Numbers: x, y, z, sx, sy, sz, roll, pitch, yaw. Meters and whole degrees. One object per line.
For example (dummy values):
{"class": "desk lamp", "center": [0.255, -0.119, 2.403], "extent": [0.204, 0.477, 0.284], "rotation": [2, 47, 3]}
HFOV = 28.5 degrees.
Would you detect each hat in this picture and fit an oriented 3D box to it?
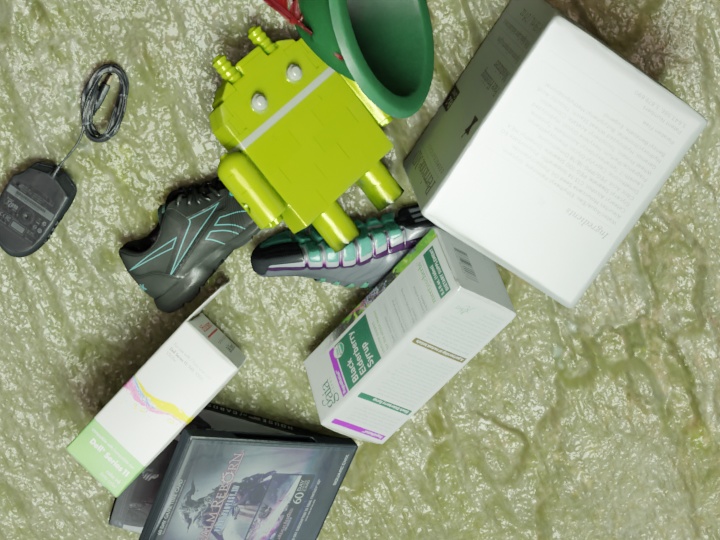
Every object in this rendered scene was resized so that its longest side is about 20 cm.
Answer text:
{"class": "hat", "center": [-0.051, -0.215, 1.242], "extent": [0.175, 0.165, 0.202], "rotation": [-11, 84, 31]}

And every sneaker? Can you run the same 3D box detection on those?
{"class": "sneaker", "center": [-0.135, -0.049, 1.287], "extent": [0.200, 0.075, 0.079], "rotation": [-44, 104, 11]}
{"class": "sneaker", "center": [0.000, 0.000, 1.316], "extent": [0.198, 0.075, 0.088], "rotation": [-10, 115, -1]}

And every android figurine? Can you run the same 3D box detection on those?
{"class": "android figurine", "center": [-0.051, -0.121, 1.247], "extent": [0.182, 0.041, 0.201], "rotation": [-41, 100, -26]}

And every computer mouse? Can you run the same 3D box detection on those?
{"class": "computer mouse", "center": [-0.269, -0.099, 1.288], "extent": [0.058, 0.034, 0.201], "rotation": [36, 98, 2]}

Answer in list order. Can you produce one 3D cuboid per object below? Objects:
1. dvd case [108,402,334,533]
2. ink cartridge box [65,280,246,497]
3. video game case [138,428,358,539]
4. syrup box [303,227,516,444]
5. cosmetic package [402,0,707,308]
{"class": "dvd case", "center": [-0.135, 0.210, 1.403], "extent": [0.198, 0.025, 0.152], "rotation": [16, 107, -10]}
{"class": "ink cartridge box", "center": [-0.170, 0.105, 1.298], "extent": [0.067, 0.117, 0.200], "rotation": [43, 92, -2]}
{"class": "video game case", "center": [-0.106, 0.217, 1.331], "extent": [0.199, 0.019, 0.144], "rotation": [9, 112, -42]}
{"class": "syrup box", "center": [0.042, 0.064, 1.301], "extent": [0.081, 0.079, 0.200], "rotation": [24, 123, -37]}
{"class": "cosmetic package", "center": [0.162, -0.110, 1.238], "extent": [0.164, 0.165, 0.201], "rotation": [32, 103, -13]}
